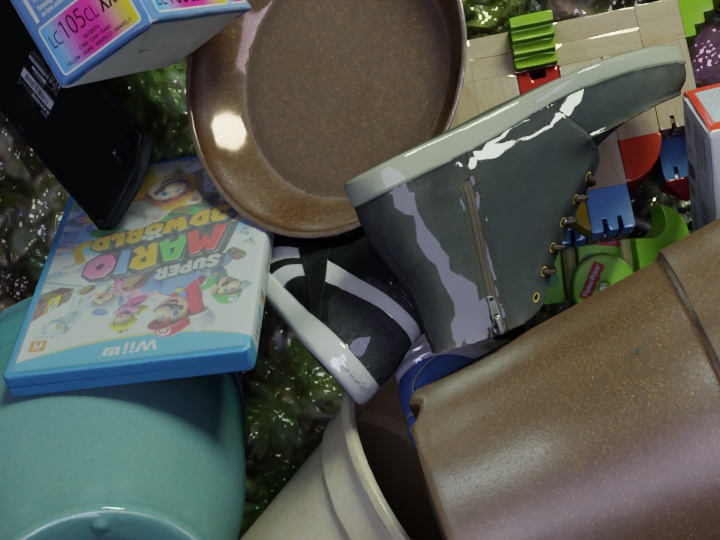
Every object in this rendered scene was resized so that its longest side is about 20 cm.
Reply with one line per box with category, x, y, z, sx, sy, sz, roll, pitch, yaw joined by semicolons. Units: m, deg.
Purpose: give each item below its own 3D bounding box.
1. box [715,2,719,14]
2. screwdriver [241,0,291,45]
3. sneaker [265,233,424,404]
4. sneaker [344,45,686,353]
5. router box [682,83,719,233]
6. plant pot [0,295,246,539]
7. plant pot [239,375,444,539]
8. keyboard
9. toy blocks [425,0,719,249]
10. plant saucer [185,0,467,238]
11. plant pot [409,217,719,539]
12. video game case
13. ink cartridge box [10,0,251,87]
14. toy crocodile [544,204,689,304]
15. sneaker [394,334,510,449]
box;0.239;-0.241;0.766;0.199;0.049;0.160;36;102;1
screwdriver;-0.005;-0.117;0.823;0.200;0.028;0.029;41;131;0
sneaker;0.000;0.000;0.774;0.112;0.200;0.073;-41;120;-4
sneaker;0.098;-0.040;0.679;0.199;0.075;0.107;-26;95;-11
router box;0.285;-0.025;0.737;0.178;0.049;0.201;-13;124;2
plant pot;-0.155;0.139;0.760;0.198;0.188;0.202;-6;117;-11
plant pot;0.005;0.193;0.795;0.201;0.200;0.183;46;111;-1
keyboard;-0.187;-0.127;0.813;0.200;0.040;0.104;48;124;20
toy blocks;0.124;-0.074;0.759;0.198;0.100;0.138;-11;82;5
plant saucer;-0.017;-0.119;0.763;0.199;0.037;0.202;-2;86;33
plant pot;0.141;0.094;0.647;0.197;0.200;0.201;-24;94;8
video game case;-0.123;-0.006;0.775;0.142;0.201;0.018;-7;128;8
ink cartridge box;-0.161;-0.213;0.723;0.076;0.136;0.201;-30;93;23
toy crocodile;0.108;0.002;0.806;0.198;0.068;0.062;-8;93;6
sneaker;0.111;0.093;0.787;0.198;0.077;0.076;12;141;-15
